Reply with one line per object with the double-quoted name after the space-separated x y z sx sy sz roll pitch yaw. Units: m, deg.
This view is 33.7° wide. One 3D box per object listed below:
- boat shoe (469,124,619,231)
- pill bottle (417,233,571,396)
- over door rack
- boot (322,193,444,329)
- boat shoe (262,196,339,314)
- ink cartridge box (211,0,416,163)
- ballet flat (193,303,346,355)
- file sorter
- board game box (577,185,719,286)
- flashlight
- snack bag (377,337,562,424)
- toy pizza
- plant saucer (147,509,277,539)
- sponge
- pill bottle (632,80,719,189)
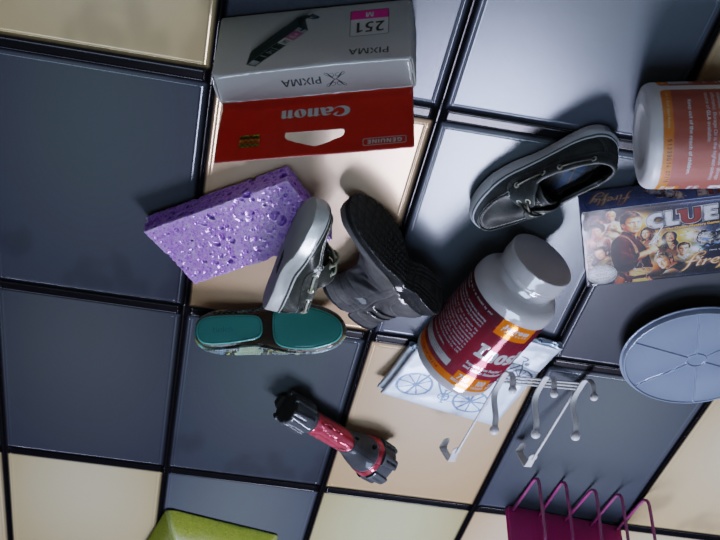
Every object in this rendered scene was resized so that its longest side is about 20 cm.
0.203 -0.094 1.343 0.200 0.057 0.069 -32 128 32 "boat shoe"
0.165 0.053 1.460 0.113 0.113 0.200 22 127 -21 "pill bottle"
0.224 0.221 1.663 0.147 0.067 0.200 8 137 -25 "over door rack"
0.000 0.000 1.454 0.131 0.070 0.200 -13 126 36 "boot"
-0.059 -0.014 1.397 0.063 0.071 0.200 14 144 -13 "boat shoe"
-0.046 -0.187 1.162 0.199 0.174 0.044 -4 138 7 "ink cartridge box"
-0.116 0.080 1.559 0.199 0.074 0.074 2 139 3 "ballet flat"
0.345 0.416 1.853 0.199 0.139 0.126 13 134 -12 "file sorter"
0.362 -0.046 1.406 0.199 0.035 0.136 -7 137 10 "board game box"
-0.034 0.243 1.725 0.068 0.068 0.200 -30 130 33 "flashlight"
0.147 0.131 1.626 0.188 0.021 0.200 18 133 -18 "snack bag"
0.443 0.108 1.579 0.199 0.032 0.201 1 137 1 "toy pizza"
-0.268 0.495 2.034 0.199 0.048 0.200 18 136 -16 "plant saucer"
-0.146 -0.051 1.427 0.199 0.030 0.112 -18 135 20 "sponge"
0.391 -0.141 1.240 0.199 0.113 0.112 0 138 4 "pill bottle"
